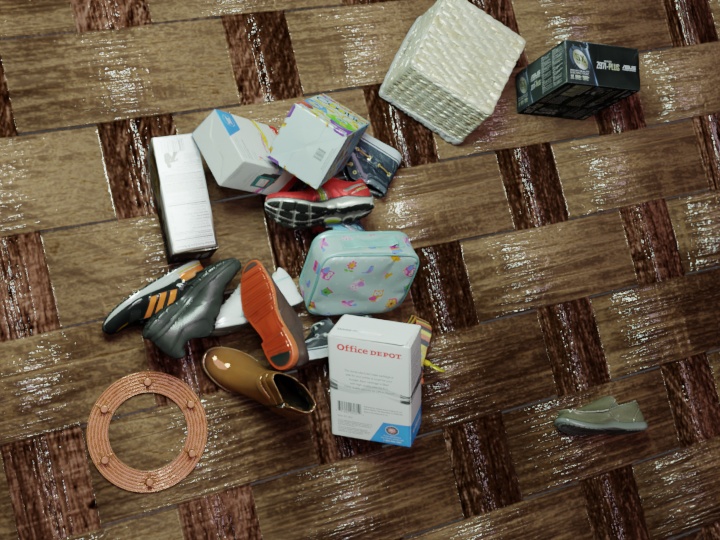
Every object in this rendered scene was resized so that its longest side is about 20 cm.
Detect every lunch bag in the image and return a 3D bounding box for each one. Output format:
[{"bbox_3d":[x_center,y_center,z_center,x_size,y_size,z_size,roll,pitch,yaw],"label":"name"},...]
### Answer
[{"bbox_3d":[0.000,0.000,1.549,0.199,0.161,0.077,-2,42,-24],"label":"lunch bag"}]

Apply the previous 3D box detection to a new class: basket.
[{"bbox_3d":[0.177,-0.385,1.673,0.200,0.161,0.199,31,73,-13],"label":"basket"}]

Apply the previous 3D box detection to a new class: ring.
[{"bbox_3d":[-0.356,0.270,1.471,0.200,0.019,0.201,3,82,-18],"label":"ring"}]

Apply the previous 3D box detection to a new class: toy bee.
[{"bbox_3d":[0.095,0.177,1.585,0.131,0.109,0.201,4,81,-21],"label":"toy bee"}]

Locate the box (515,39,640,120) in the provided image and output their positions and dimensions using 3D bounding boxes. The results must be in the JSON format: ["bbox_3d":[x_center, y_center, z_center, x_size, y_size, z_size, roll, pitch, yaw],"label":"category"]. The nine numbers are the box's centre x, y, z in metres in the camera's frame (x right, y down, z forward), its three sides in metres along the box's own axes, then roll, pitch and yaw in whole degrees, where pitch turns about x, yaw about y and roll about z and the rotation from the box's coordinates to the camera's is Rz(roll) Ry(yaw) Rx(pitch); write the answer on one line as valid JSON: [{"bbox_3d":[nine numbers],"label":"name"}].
[{"bbox_3d":[0.424,-0.372,1.729,0.163,0.200,0.086,2,82,-17],"label":"box"}]

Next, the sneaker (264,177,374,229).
[{"bbox_3d":[-0.076,-0.127,1.540,0.199,0.077,0.085,-3,59,-22],"label":"sneaker"}]

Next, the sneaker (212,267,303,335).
[{"bbox_3d":[-0.202,0.057,1.533,0.200,0.070,0.080,-21,83,-27],"label":"sneaker"}]

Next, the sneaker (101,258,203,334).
[{"bbox_3d":[-0.335,0.064,1.481,0.200,0.070,0.090,-35,90,-22],"label":"sneaker"}]

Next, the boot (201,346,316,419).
[{"bbox_3d":[-0.170,0.188,1.471,0.200,0.155,0.077,39,73,-9],"label":"boot"}]

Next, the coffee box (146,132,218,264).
[{"bbox_3d":[-0.305,-0.120,1.498,0.080,0.113,0.201,-10,86,-19],"label":"coffee box"}]

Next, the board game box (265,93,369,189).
[{"bbox_3d":[-0.069,-0.226,1.497,0.103,0.200,0.105,33,109,1],"label":"board game box"}]

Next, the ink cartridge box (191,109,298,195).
[{"bbox_3d":[-0.179,-0.195,1.503,0.200,0.067,0.116,5,50,-57],"label":"ink cartridge box"}]

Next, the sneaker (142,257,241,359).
[{"bbox_3d":[-0.264,0.062,1.446,0.200,0.076,0.091,-46,103,-15],"label":"sneaker"}]

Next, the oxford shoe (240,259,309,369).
[{"bbox_3d":[-0.145,0.076,1.487,0.072,0.071,0.200,6,58,-58],"label":"oxford shoe"}]

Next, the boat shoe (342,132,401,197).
[{"bbox_3d":[-0.022,-0.215,1.626,0.200,0.071,0.091,25,73,-14],"label":"boat shoe"}]

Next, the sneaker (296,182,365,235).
[{"bbox_3d":[-0.030,-0.099,1.603,0.200,0.079,0.096,30,72,-12],"label":"sneaker"}]

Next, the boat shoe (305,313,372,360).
[{"bbox_3d":[-0.062,0.119,1.562,0.199,0.072,0.068,-13,88,-22],"label":"boat shoe"}]

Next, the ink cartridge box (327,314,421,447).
[{"bbox_3d":[0.027,0.187,1.497,0.146,0.084,0.201,7,115,18],"label":"ink cartridge box"}]

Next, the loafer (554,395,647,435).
[{"bbox_3d":[0.467,0.283,1.716,0.199,0.075,0.070,5,68,-22],"label":"loafer"}]
